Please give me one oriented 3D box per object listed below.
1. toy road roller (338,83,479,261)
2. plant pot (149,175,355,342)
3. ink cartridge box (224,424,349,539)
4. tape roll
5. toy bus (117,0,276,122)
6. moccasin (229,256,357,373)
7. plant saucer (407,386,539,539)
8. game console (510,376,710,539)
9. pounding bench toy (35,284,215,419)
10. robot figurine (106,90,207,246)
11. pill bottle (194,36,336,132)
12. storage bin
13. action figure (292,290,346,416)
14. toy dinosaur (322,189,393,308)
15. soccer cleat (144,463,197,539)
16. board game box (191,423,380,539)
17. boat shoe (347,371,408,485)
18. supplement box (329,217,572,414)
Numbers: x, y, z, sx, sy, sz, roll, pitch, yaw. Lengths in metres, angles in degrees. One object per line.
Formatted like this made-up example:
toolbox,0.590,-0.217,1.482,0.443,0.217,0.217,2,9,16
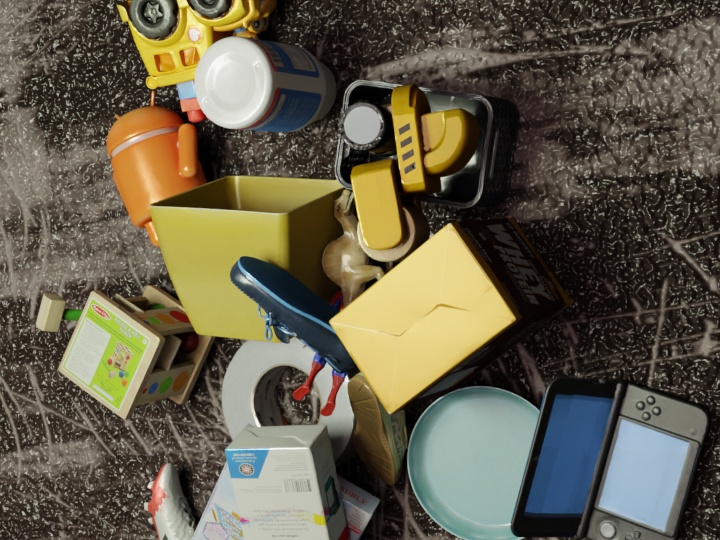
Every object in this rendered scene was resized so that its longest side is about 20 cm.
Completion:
toy road roller,0.066,-0.115,1.614,0.145,0.123,0.201,-8,89,16
plant pot,-0.128,-0.014,1.788,0.199,0.200,0.177,4,106,26
ink cartridge box,-0.086,0.296,1.732,0.116,0.067,0.201,-4,109,20
tape roll,-0.082,0.171,1.837,0.200,0.066,0.201,2,94,27
toy bus,-0.195,-0.298,1.838,0.199,0.136,0.193,-9,102,24
moccasin,-0.078,0.062,1.656,0.200,0.081,0.068,37,115,-14
plant saucer,0.157,0.238,1.727,0.199,0.027,0.201,3,99,17
game console,0.291,0.235,1.623,0.170,0.118,0.201,18,102,25
pounding bench toy,-0.322,0.087,1.902,0.200,0.156,0.125,32,107,21
robot figurine,-0.272,-0.136,1.886,0.116,0.144,0.201,-19,83,-12
pill bottle,-0.111,-0.230,1.751,0.112,0.200,0.113,1,93,26
storage bin,0.081,-0.156,1.719,0.199,0.094,0.136,11,98,25
action figure,-0.030,0.089,1.755,0.065,0.200,0.052,29,141,-8
toy dinosaur,0.000,0.000,1.758,0.058,0.101,0.201,176,93,-70
soccer cleat,-0.249,0.366,1.937,0.085,0.069,0.201,3,98,18
board game box,-0.101,0.328,1.818,0.200,0.041,0.200,30,120,6
boat shoe,0.032,0.192,1.746,0.073,0.063,0.200,31,146,30
supplement box,0.111,0.049,1.656,0.197,0.200,0.133,-39,77,23
